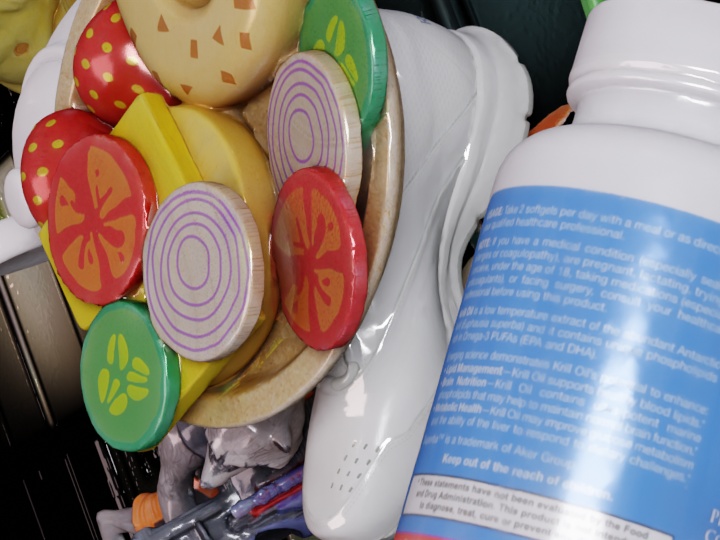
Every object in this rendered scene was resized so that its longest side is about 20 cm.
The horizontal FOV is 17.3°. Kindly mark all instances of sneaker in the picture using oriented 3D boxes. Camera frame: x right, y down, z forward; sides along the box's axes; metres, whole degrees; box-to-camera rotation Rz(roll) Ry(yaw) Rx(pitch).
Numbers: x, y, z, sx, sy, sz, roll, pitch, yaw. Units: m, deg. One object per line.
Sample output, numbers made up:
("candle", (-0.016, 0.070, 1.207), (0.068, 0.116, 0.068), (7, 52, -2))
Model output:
("sneaker", (0.000, 0.000, 0.855), (0.074, 0.087, 0.201), (-4, 73, 46))

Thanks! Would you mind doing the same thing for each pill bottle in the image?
("pill bottle", (0.084, 0.023, 0.727), (0.112, 0.112, 0.201), (-4, 68, 61))

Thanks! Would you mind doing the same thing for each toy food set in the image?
("toy food set", (-0.055, -0.041, 0.826), (0.200, 0.049, 0.198), (-49, 57, 36))

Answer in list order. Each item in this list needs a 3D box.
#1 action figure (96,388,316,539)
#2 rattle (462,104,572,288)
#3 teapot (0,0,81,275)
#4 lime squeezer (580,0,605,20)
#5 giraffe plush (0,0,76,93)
("action figure", (-0.075, 0.085, 1.028), (0.105, 0.200, 0.193), (60, 157, 5))
("rattle", (0.020, 0.043, 0.907), (0.130, 0.142, 0.201), (-115, 17, -52))
("teapot", (-0.087, -0.047, 1.027), (0.197, 0.146, 0.201), (43, 141, 42))
("lime squeezer", (0.099, -0.006, 0.837), (0.071, 0.038, 0.201), (19, 123, 56))
("giraffe plush", (-0.203, -0.137, 1.160), (0.173, 0.162, 0.200), (56, 147, 27))
